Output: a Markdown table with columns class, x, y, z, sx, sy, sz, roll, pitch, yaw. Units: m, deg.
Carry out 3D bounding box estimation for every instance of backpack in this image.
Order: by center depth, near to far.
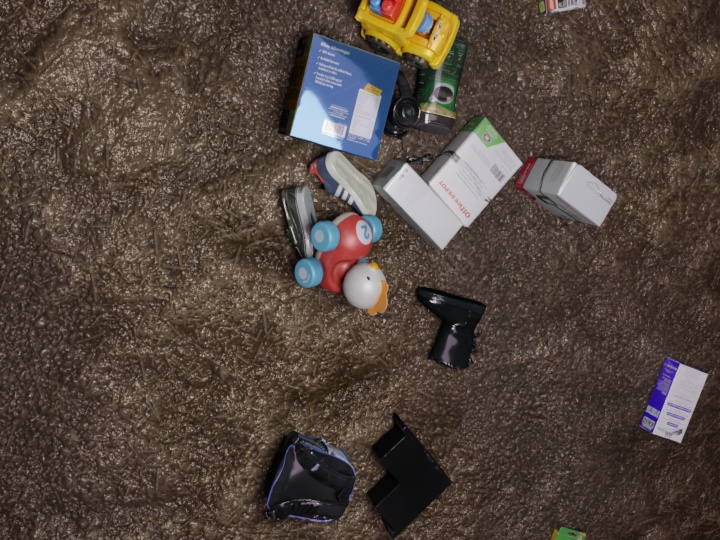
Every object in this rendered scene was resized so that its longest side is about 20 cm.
| class | x | y | z | sx | sy | sz | roll | pitch | yaw |
| --- | --- | --- | --- | --- | --- | --- | --- | --- | --- |
| backpack | -0.110 | 0.473 | 1.740 | 0.187 | 0.154 | 0.204 | 24 | 100 | -13 |

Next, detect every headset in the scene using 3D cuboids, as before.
| class | x | y | z | sx | sy | sz | roll | pitch | yaw |
| --- | --- | --- | --- | --- | --- | --- | --- | --- | --- |
| headset | 0.097 | -0.326 | 1.638 | 0.091 | 0.123 | 0.206 | -9 | 82 | -17 |

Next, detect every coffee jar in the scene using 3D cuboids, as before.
| class | x | y | z | sx | sy | sz | roll | pitch | yaw |
| --- | --- | --- | --- | --- | --- | --- | --- | --- | --- |
| coffee jar | 0.169 | -0.405 | 1.681 | 0.102 | 0.085 | 0.206 | 8 | 98 | -21 |

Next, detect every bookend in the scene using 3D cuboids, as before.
| class | x | y | z | sx | sy | sz | roll | pitch | yaw |
| --- | --- | --- | --- | --- | --- | --- | --- | --- | --- |
| bookend | 0.082 | 0.492 | 1.837 | 0.199 | 0.092 | 0.200 | -42 | 109 | -4 |

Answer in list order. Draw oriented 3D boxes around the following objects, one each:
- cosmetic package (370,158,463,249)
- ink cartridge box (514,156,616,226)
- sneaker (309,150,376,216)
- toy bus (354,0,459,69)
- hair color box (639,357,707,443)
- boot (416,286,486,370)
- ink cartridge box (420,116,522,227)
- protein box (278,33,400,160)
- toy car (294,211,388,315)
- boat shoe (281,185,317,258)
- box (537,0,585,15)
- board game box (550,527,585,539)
| class | x | y | z | sx | sy | sz | roll | pitch | yaw |
| --- | --- | --- | --- | --- | --- | --- | --- | --- | --- |
| cosmetic package | 0.125 | -0.148 | 1.708 | 0.081 | 0.113 | 0.200 | -46 | 109 | -2 |
| ink cartridge box | 0.469 | -0.184 | 1.764 | 0.143 | 0.200 | 0.085 | 31 | 91 | -21 |
| sneaker | -0.039 | -0.182 | 1.675 | 0.200 | 0.083 | 0.076 | 48 | 44 | -39 |
| toy bus | 0.089 | -0.516 | 1.545 | 0.197 | 0.192 | 0.138 | 27 | 93 | 12 |
| hair color box | 0.847 | 0.351 | 2.073 | 0.107 | 0.065 | 0.205 | 19 | 93 | -21 |
| boot | 0.200 | 0.139 | 1.816 | 0.194 | 0.073 | 0.167 | 15 | 99 | -21 |
| ink cartridge box | 0.248 | -0.224 | 1.745 | 0.200 | 0.084 | 0.146 | -47 | 110 | -3 |
| protein box | -0.047 | -0.358 | 1.594 | 0.194 | 0.135 | 0.205 | 12 | 98 | -19 |
| toy car | 0.000 | 0.000 | 1.604 | 0.182 | 0.200 | 0.179 | -13 | 138 | -51 |
| boat shoe | -0.128 | -0.086 | 1.667 | 0.062 | 0.071 | 0.205 | -3 | 114 | 16 |
| box | 0.450 | -0.695 | 1.739 | 0.107 | 0.035 | 0.206 | -13 | 105 | -15 |
| board game box | 0.538 | 0.795 | 2.084 | 0.094 | 0.030 | 0.204 | 20 | 97 | -21 |
